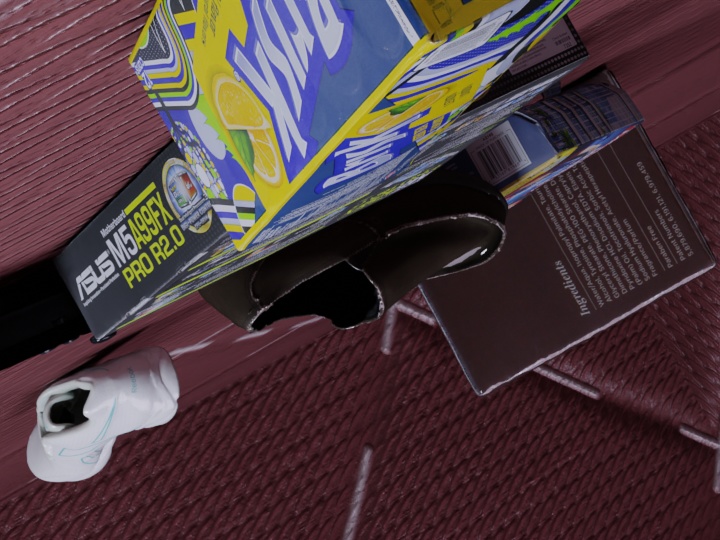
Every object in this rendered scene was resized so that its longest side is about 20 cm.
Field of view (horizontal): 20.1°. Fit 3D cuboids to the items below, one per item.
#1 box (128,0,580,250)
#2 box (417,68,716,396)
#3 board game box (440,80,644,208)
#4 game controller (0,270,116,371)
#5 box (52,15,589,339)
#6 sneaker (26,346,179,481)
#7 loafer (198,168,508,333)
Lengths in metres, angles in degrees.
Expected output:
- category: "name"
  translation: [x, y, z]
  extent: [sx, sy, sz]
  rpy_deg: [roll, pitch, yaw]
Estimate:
- category: "box"
  translation: [-0.002, -0.067, 0.507]
  extent: [0.064, 0.070, 0.200]
  rpy_deg: [-29, 177, -19]
- category: "box"
  translation: [0.142, -0.028, 1.522]
  extent: [0.199, 0.165, 0.166]
  rpy_deg: [-29, 177, 7]
- category: "board game box"
  translation: [0.068, -0.063, 1.263]
  extent: [0.199, 0.062, 0.200]
  rpy_deg: [-31, 177, 29]
- category: "game controller"
  translation: [-0.193, 0.049, 0.894]
  extent: [0.104, 0.042, 0.200]
  rpy_deg: [-32, 175, 43]
- category: "box"
  translation: [-0.019, -0.049, 0.883]
  extent: [0.199, 0.044, 0.160]
  rpy_deg: [-27, 177, -32]
- category: "sneaker"
  translation: [-0.214, 0.108, 1.516]
  extent: [0.080, 0.071, 0.200]
  rpy_deg: [-7, 161, -37]
- category: "loafer"
  translation: [0.000, 0.000, 1.102]
  extent: [0.199, 0.072, 0.073]
  rpy_deg: [-12, 148, -28]
